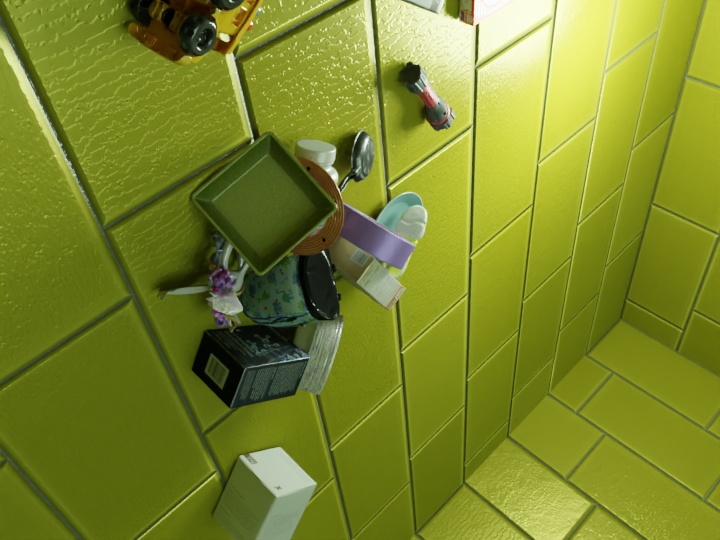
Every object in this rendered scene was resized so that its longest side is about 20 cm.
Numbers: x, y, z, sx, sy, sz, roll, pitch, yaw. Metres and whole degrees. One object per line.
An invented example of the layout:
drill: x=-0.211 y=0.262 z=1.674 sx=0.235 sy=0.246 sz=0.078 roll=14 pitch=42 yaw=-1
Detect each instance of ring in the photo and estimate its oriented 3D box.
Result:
ring: x=-0.121 y=-0.128 z=1.393 sx=0.019 sy=0.200 sz=0.201 roll=-43 pitch=152 yaw=-59

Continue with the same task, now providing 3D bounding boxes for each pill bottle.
pill bottle: x=-0.105 y=-0.160 z=1.448 sx=0.110 sy=0.111 sz=0.201 roll=-17 pitch=127 yaw=-44

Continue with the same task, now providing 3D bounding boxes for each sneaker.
sneaker: x=0.108 y=-0.071 z=1.816 sx=0.201 sy=0.076 sz=0.105 roll=-63 pitch=177 yaw=-7

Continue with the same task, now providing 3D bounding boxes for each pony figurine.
pony figurine: x=-0.273 y=0.022 z=1.385 sx=0.193 sy=0.166 sz=0.201 roll=14 pitch=91 yaw=-63

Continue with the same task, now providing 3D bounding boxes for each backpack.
backpack: x=-0.159 y=0.046 z=1.501 sx=0.153 sy=0.200 sz=0.164 roll=-3 pitch=81 yaw=-43

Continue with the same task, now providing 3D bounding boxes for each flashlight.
flashlight: x=0.155 y=-0.394 z=1.625 sx=0.068 sy=0.068 sz=0.200 roll=-60 pitch=148 yaw=-2

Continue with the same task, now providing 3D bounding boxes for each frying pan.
frying pan: x=-0.007 y=-0.237 z=1.525 sx=0.190 sy=0.031 sz=0.115 roll=-49 pitch=145 yaw=-61

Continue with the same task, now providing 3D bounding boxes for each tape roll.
tape roll: x=0.024 y=-0.080 z=1.606 sx=0.200 sy=0.200 sz=0.066 roll=21 pitch=102 yaw=-56

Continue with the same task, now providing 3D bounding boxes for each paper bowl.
paper bowl: x=-0.117 y=0.188 z=1.695 sx=0.201 sy=0.104 sz=0.201 roll=-160 pitch=-90 yaw=-84

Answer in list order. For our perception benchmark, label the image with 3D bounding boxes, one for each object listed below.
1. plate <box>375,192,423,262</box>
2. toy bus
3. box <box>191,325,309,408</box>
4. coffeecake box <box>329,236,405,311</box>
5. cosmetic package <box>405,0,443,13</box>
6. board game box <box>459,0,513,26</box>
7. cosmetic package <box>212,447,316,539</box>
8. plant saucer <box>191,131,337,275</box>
plate: x=0.087 y=-0.114 z=1.818 sx=0.200 sy=0.026 sz=0.201 roll=-33 pitch=142 yaw=-32
toy bus: x=-0.231 y=-0.401 z=1.088 sx=0.200 sy=0.135 sz=0.192 roll=-57 pitch=163 yaw=6
box: x=-0.240 y=0.207 z=1.564 sx=0.200 sy=0.148 sz=0.107 roll=-1 pitch=120 yaw=-52
coffeecake box: x=0.000 y=0.000 z=1.687 sx=0.073 sy=0.153 sz=0.200 roll=-53 pitch=147 yaw=-4
cosmetic package: x=0.049 y=-0.563 z=1.207 sx=0.165 sy=0.200 sz=0.165 roll=-5 pitch=121 yaw=-50
board game box: x=0.284 y=-0.671 z=1.570 sx=0.151 sy=0.046 sz=0.200 roll=-38 pitch=143 yaw=-26
cosmetic package: x=-0.255 y=0.609 z=1.878 sx=0.165 sy=0.165 sz=0.201 roll=5 pitch=115 yaw=-54
plant saucer: x=-0.181 y=-0.125 z=1.338 sx=0.200 sy=0.200 sz=0.048 roll=-42 pitch=180 yaw=-8
